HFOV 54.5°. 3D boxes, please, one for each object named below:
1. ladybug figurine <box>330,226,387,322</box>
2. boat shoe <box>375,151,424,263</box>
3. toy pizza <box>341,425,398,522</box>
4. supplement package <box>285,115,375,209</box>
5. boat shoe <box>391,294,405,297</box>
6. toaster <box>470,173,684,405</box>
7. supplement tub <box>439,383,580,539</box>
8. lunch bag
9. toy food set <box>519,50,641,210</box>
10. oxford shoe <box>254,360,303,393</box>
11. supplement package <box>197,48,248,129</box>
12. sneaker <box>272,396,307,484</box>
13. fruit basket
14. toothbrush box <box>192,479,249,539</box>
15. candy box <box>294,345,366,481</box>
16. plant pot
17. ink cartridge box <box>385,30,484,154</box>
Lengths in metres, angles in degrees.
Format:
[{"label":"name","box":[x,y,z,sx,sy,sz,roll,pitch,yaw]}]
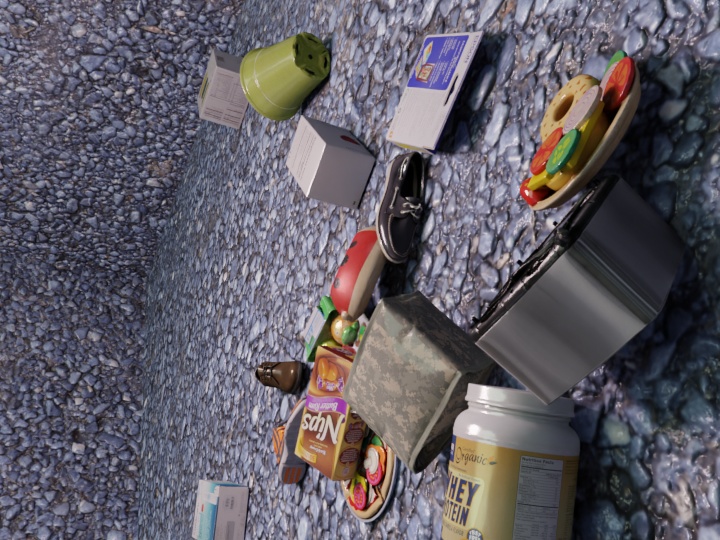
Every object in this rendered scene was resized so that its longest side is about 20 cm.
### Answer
[{"label":"ladybug figurine","box":[0.000,0.000,1.240,0.136,0.071,0.202,113,-179,-54]},{"label":"boat shoe","box":[0.075,-0.114,1.206,0.062,0.072,0.203,-26,51,55]},{"label":"toy pizza","box":[0.005,0.328,1.211,0.200,0.031,0.204,-37,47,55]},{"label":"supplement package","box":[-0.068,-0.233,1.494,0.121,0.119,0.200,-67,28,20]},{"label":"boat shoe","box":[0.068,0.117,1.131,0.072,0.064,0.202,-55,34,40]},{"label":"toaster","box":[0.219,0.019,0.722,0.200,0.118,0.182,-40,-12,-49]},{"label":"supplement tub","box":[0.168,0.236,0.783,0.144,0.142,0.204,-7,74,63]},{"label":"lunch bag","box":[0.072,0.161,0.991,0.164,0.117,0.202,41,119,29]},{"label":"toy food set","box":[0.250,-0.160,0.808,0.202,0.048,0.198,-60,6,-14]},{"label":"oxford shoe","box":[-0.190,0.241,1.596,0.199,0.083,0.074,-23,57,58]},{"label":"supplement package","box":[-0.476,-0.641,2.477,0.202,0.148,0.153,-62,31,31]},{"label":"sneaker","box":[-0.144,0.334,1.467,0.112,0.076,0.203,48,123,58]},{"label":"fruit basket","box":[-0.036,0.148,1.305,0.187,0.092,0.201,-63,33,29]},{"label":"toothbrush box","box":[-0.359,0.618,1.787,0.199,0.084,0.149,-22,60,62]},{"label":"candy box","box":[-0.042,0.245,1.213,0.116,0.056,0.204,18,98,48]},{"label":"plant pot","box":[-0.177,-0.515,1.800,0.188,0.198,0.204,-16,64,47]},{"label":"ink cartridge box","box":[0.131,-0.298,1.178,0.200,0.046,0.200,-67,28,6]}]
